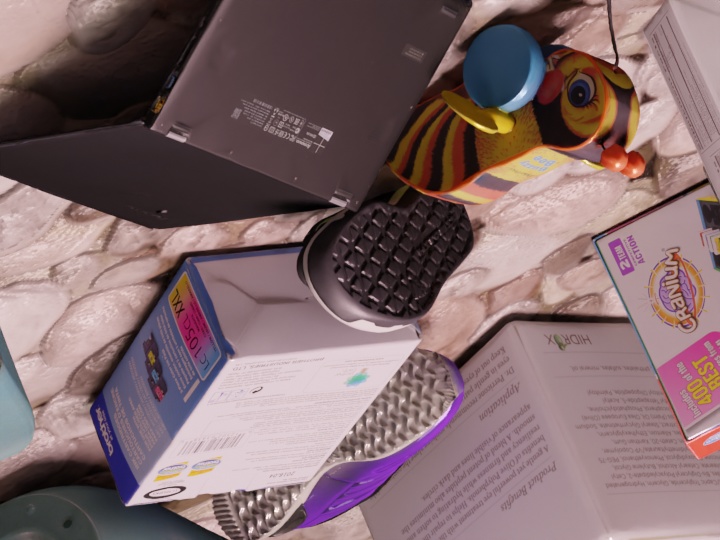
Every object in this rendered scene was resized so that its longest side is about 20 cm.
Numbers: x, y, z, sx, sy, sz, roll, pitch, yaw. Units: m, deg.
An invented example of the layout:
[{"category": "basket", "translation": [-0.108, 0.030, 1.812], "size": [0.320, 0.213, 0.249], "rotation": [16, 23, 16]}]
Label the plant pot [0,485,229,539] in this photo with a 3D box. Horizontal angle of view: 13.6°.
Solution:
[{"category": "plant pot", "translation": [-0.172, 0.226, 1.891], "size": [0.200, 0.201, 0.161], "rotation": [-30, 143, 13]}]

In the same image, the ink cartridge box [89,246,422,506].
[{"category": "ink cartridge box", "translation": [-0.072, 0.071, 1.799], "size": [0.136, 0.077, 0.200], "rotation": [-5, 147, -32]}]

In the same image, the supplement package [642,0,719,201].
[{"category": "supplement package", "translation": [0.268, -0.102, 1.522], "size": [0.199, 0.156, 0.111], "rotation": [-24, 176, -4]}]

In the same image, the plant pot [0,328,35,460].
[{"category": "plant pot", "translation": [-0.248, 0.044, 1.544], "size": [0.141, 0.142, 0.200], "rotation": [-23, 162, -1]}]

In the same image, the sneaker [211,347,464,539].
[{"category": "sneaker", "translation": [0.000, 0.109, 1.952], "size": [0.200, 0.070, 0.099], "rotation": [-34, 159, 30]}]

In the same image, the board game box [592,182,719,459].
[{"category": "board game box", "translation": [0.264, 0.005, 1.864], "size": [0.200, 0.153, 0.040], "rotation": [-26, 154, 8]}]

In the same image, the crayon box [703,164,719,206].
[{"category": "crayon box", "translation": [0.294, -0.061, 1.724], "size": [0.126, 0.052, 0.200], "rotation": [-30, 164, 25]}]

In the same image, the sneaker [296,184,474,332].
[{"category": "sneaker", "translation": [0.000, 0.000, 1.677], "size": [0.083, 0.072, 0.200], "rotation": [-21, -178, 23]}]

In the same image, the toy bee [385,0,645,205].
[{"category": "toy bee", "translation": [0.100, -0.084, 1.611], "size": [0.131, 0.109, 0.200], "rotation": [-2, 147, -34]}]

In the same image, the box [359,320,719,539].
[{"category": "box", "translation": [0.142, 0.156, 2.026], "size": [0.200, 0.172, 0.199], "rotation": [3, 144, -42]}]

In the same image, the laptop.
[{"category": "laptop", "translation": [-0.076, -0.099, 1.550], "size": [0.187, 0.116, 0.200], "rotation": [20, 102, -55]}]
